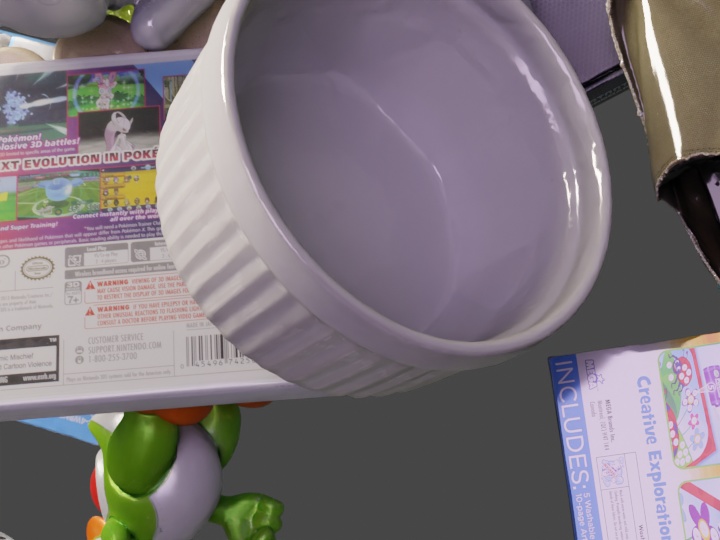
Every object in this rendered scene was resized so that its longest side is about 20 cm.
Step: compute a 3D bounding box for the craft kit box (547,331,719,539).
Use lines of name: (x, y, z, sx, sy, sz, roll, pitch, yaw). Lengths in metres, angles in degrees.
craft kit box: (0.202, 0.126, 0.816, 0.195, 0.048, 0.203, -9, 81, 14)

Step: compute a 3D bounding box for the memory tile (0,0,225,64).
memory tile: (-0.095, -0.070, 0.854, 0.198, 0.017, 0.155, -21, 72, -3)

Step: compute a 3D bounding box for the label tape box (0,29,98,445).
label tape box: (-0.184, -0.022, 0.911, 0.142, 0.066, 0.202, 15, 85, 13)

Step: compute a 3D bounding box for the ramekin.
ramekin: (0.003, -0.039, 0.743, 0.105, 0.199, 0.202, -37, 72, 50)

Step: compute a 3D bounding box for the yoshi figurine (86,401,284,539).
yoshi figurine: (-0.094, 0.140, 0.847, 0.111, 0.112, 0.202, 16, 107, -11)

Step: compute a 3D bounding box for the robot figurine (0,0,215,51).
robot figurine: (-0.130, -0.194, 0.835, 0.200, 0.113, 0.170, -40, 96, -14)

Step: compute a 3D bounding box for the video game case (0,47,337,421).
video game case: (-0.109, -0.021, 0.807, 0.197, 0.023, 0.184, -4, 66, 1)

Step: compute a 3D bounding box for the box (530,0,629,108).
box: (0.110, -0.192, 0.871, 0.156, 0.051, 0.202, -26, 79, 8)

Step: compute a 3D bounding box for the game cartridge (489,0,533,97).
game cartridge: (0.016, -0.159, 0.861, 0.133, 0.040, 0.202, -39, 72, 50)

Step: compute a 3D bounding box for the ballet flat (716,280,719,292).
ballet flat: (0.227, -0.073, 0.817, 0.075, 0.063, 0.202, 28, 114, 41)

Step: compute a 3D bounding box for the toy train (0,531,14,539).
toy train: (-0.179, 0.223, 0.798, 0.113, 0.085, 0.202, 27, 110, 28)

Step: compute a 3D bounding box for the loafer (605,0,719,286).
loafer: (0.168, -0.066, 0.777, 0.075, 0.069, 0.202, -31, 80, 35)
